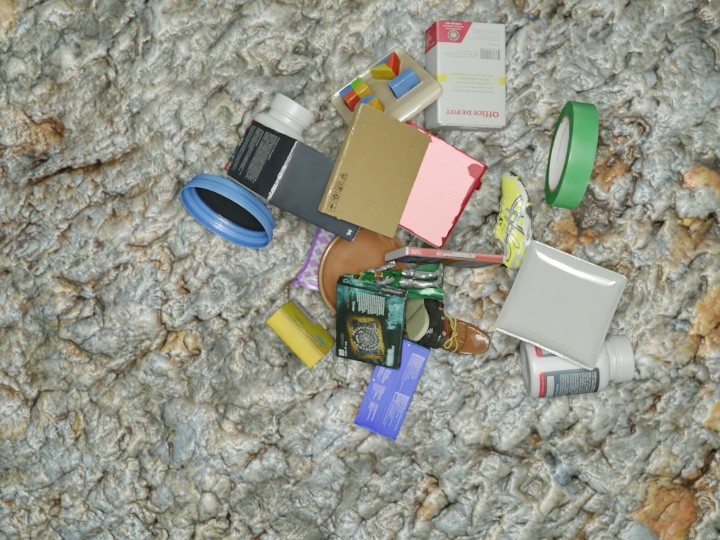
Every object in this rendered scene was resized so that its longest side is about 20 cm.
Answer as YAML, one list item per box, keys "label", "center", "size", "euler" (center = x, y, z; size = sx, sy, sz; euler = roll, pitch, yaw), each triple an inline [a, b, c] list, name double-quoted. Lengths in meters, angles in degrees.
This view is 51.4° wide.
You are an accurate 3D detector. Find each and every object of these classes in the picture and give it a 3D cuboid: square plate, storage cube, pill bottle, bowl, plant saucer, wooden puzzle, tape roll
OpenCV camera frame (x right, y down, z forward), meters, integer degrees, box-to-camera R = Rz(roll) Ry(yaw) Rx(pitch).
- label: "square plate"
  center: [0.383, 0.065, 1.431]
  size: [0.197, 0.028, 0.201]
  euler: [23, 73, 13]
- label: "storage cube"
  center: [0.121, -0.162, 1.460]
  size: [0.199, 0.171, 0.181]
  euler: [29, 94, 1]
- label: "pill bottle"
  center: [0.424, 0.183, 1.470]
  size: [0.198, 0.120, 0.121]
  euler: [-5, 91, 3]
- label: "bowl"
  center: [-0.259, -0.117, 1.476]
  size: [0.200, 0.201, 0.040]
  euler: [26, 67, 2]
- label: "pill bottle"
  center: [-0.181, -0.246, 1.500]
  size: [0.119, 0.120, 0.201]
  euler: [31, 93, 2]
- label: "plant saucer"
  center: [0.000, 0.000, 1.497]
  size: [0.199, 0.037, 0.202]
  euler: [-9, 109, -27]
- label: "wooden puzzle"
  center: [0.041, -0.352, 1.465]
  size: [0.185, 0.046, 0.200]
  euler: [-35, 45, 4]
- label: "tape roll"
  center: [0.401, -0.219, 1.426]
  size: [0.048, 0.200, 0.202]
  euler: [9, 92, 3]

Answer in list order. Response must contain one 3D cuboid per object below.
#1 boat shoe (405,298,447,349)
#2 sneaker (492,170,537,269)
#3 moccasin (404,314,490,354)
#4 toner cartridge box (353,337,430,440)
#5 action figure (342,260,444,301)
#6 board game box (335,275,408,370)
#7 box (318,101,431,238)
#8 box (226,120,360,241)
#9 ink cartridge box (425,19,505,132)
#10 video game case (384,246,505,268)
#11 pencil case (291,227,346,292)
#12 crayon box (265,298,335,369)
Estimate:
- label: "boat shoe"
  center: [0.126, 0.073, 1.461]
  size: [0.063, 0.202, 0.074]
  euler: [28, 122, -22]
- label: "sneaker"
  center: [0.302, -0.099, 1.499]
  size: [0.076, 0.075, 0.201]
  euler: [-10, 90, 2]
- label: "moccasin"
  center: [0.166, 0.121, 1.511]
  size: [0.200, 0.078, 0.074]
  euler: [24, 93, 2]
- label: "toner cartridge box"
  center: [0.065, 0.237, 1.538]
  size: [0.094, 0.043, 0.201]
  euler: [22, 93, 2]
- label: "action figure"
  center: [0.059, 0.018, 1.436]
  size: [0.199, 0.118, 0.055]
  euler: [-3, 121, 10]
- label: "board game box"
  center: [0.019, 0.105, 1.445]
  size: [0.134, 0.028, 0.201]
  euler: [12, 132, 10]
- label: "box"
  center: [0.028, -0.173, 1.327]
  size: [0.163, 0.021, 0.201]
  euler: [18, 95, -34]
- label: "box"
  center: [-0.109, -0.165, 1.381]
  size: [0.199, 0.196, 0.124]
  euler: [24, 97, -37]
- label: "ink cartridge box"
  center: [0.205, -0.379, 1.475]
  size: [0.144, 0.083, 0.202]
  euler: [0, 91, -14]
- label: "video game case"
  center: [0.161, -0.024, 1.450]
  size: [0.199, 0.143, 0.018]
  euler: [4, 85, -14]
- label: "pencil case"
  center: [-0.065, -0.051, 1.515]
  size: [0.085, 0.084, 0.201]
  euler: [18, 92, -34]
- label: "crayon box"
  center: [-0.116, 0.122, 1.466]
  size: [0.051, 0.200, 0.127]
  euler: [-43, 89, 4]
